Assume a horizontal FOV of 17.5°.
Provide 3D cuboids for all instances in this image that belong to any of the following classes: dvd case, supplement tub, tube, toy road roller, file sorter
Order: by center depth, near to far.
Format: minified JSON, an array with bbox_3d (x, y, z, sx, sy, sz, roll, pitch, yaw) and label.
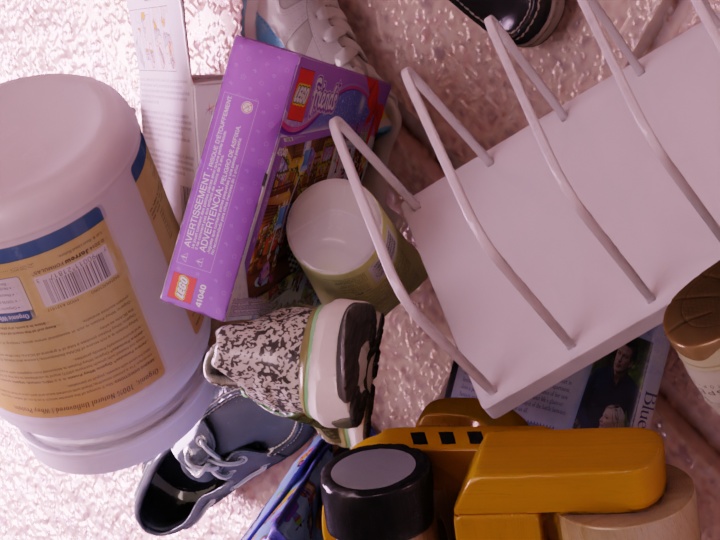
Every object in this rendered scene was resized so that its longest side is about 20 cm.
[{"bbox_3d":[0.102,-0.054,1.137,0.199,0.125,0.139,-31,52,13],"label":"file sorter"},{"bbox_3d":[0.078,0.128,1.176,0.199,0.146,0.124,-2,113,16],"label":"toy road roller"},{"bbox_3d":[0.099,0.080,1.268,0.142,0.017,0.201,12,87,48],"label":"dvd case"},{"bbox_3d":[0.000,0.000,1.270,0.058,0.200,0.052,0,77,10],"label":"tube"},{"bbox_3d":[-0.170,0.004,1.347,0.144,0.145,0.201,19,140,41],"label":"supplement tub"}]

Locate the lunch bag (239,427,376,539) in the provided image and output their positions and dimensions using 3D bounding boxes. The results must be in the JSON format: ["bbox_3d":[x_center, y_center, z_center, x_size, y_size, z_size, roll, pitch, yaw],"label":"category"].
[{"bbox_3d":[-0.041,0.178,1.376,0.094,0.200,0.151,30,111,-9],"label":"lunch bag"}]

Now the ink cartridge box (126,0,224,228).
[{"bbox_3d":[-0.100,-0.110,1.393,0.200,0.044,0.178,-159,64,-75],"label":"ink cartridge box"}]

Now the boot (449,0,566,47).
[{"bbox_3d":[0.008,-0.194,1.266,0.200,0.150,0.073,55,129,23],"label":"boot"}]

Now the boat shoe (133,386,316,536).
[{"bbox_3d":[-0.084,0.113,1.443,0.073,0.062,0.200,36,144,-13],"label":"boat shoe"}]

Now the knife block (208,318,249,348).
[{"bbox_3d":[-0.121,0.069,1.498,0.199,0.064,0.177,24,114,39],"label":"knife block"}]

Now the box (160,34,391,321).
[{"bbox_3d":[-0.040,-0.045,1.235,0.039,0.200,0.138,18,94,13],"label":"box"}]

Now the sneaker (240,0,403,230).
[{"bbox_3d":[-0.019,-0.108,1.371,0.080,0.076,0.202,-5,93,25],"label":"sneaker"}]

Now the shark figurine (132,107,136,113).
[{"bbox_3d":[-0.204,0.005,1.471,0.089,0.128,0.215,38,113,3],"label":"shark figurine"}]

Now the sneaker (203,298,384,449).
[{"bbox_3d":[-0.035,0.048,1.217,0.088,0.200,0.077,8,79,5],"label":"sneaker"}]

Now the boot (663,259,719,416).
[{"bbox_3d":[0.256,0.033,1.105,0.155,0.199,0.072,61,178,-30],"label":"boot"}]
